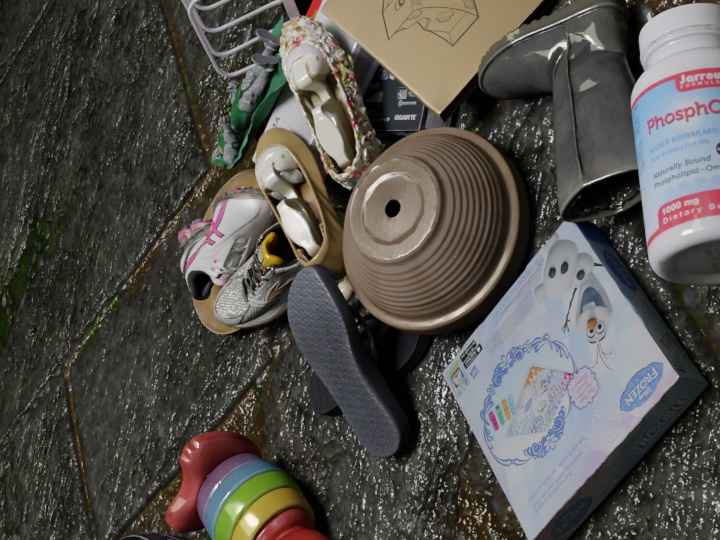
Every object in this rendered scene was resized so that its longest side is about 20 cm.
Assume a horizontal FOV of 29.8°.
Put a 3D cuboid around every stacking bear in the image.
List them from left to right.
[{"bbox_3d":[-0.096,0.268,1.396,0.200,0.113,0.123,38,121,40],"label":"stacking bear"}]

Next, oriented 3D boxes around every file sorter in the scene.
[{"bbox_3d":[-0.156,-0.353,1.631,0.123,0.139,0.201,-24,50,2],"label":"file sorter"}]

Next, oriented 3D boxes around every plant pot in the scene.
[{"bbox_3d":[-0.139,-0.021,1.621,0.199,0.027,0.203,-24,59,47],"label":"plant pot"},{"bbox_3d":[0.053,-0.047,1.278,0.199,0.092,0.203,-11,70,32],"label":"plant pot"}]

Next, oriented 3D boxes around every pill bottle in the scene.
[{"bbox_3d":[0.267,-0.099,1.047,0.108,0.108,0.202,-26,58,45],"label":"pill bottle"}]

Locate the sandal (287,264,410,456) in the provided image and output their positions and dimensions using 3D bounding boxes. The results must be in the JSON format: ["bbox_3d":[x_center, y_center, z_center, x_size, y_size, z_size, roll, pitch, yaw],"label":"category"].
[{"bbox_3d":[-0.011,0.088,1.337,0.076,0.043,0.202,-24,93,45],"label":"sandal"}]

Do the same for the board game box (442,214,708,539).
[{"bbox_3d":[0.174,0.093,1.155,0.201,0.043,0.200,-53,40,26],"label":"board game box"}]

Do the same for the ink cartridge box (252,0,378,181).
[{"bbox_3d":[-0.063,-0.203,1.496,0.176,0.044,0.202,47,116,48],"label":"ink cartridge box"}]

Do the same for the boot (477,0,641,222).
[{"bbox_3d":[0.182,-0.131,1.202,0.181,0.072,0.202,-30,56,44],"label":"boot"}]

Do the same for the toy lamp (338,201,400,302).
[{"bbox_3d":[0.000,0.000,1.406,0.201,0.058,0.058,-56,40,24],"label":"toy lamp"}]

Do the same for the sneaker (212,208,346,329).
[{"bbox_3d":[-0.096,-0.010,1.485,0.200,0.082,0.078,-41,59,25],"label":"sneaker"}]

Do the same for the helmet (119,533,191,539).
[{"bbox_3d":[-0.206,0.383,1.427,0.200,0.200,0.191,-36,10,40],"label":"helmet"}]

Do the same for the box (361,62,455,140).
[{"bbox_3d":[0.033,-0.221,1.448,0.199,0.046,0.161,6,84,54],"label":"box"}]

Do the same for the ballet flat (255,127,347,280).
[{"bbox_3d":[-0.068,-0.078,1.395,0.069,0.063,0.201,-44,59,22],"label":"ballet flat"}]

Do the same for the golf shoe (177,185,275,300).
[{"bbox_3d":[-0.147,-0.031,1.559,0.200,0.072,0.093,-35,57,53],"label":"golf shoe"}]

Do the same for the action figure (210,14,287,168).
[{"bbox_3d":[-0.132,-0.183,1.543,0.201,0.054,0.119,120,162,-47],"label":"action figure"}]

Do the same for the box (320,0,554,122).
[{"bbox_3d":[0.073,-0.266,1.348,0.164,0.021,0.200,-47,60,6],"label":"box"}]

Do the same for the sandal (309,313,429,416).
[{"bbox_3d":[0.005,0.087,1.379,0.200,0.043,0.077,-45,46,34],"label":"sandal"}]

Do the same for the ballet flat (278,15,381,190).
[{"bbox_3d":[-0.035,-0.175,1.380,0.075,0.064,0.202,-32,79,25],"label":"ballet flat"}]
